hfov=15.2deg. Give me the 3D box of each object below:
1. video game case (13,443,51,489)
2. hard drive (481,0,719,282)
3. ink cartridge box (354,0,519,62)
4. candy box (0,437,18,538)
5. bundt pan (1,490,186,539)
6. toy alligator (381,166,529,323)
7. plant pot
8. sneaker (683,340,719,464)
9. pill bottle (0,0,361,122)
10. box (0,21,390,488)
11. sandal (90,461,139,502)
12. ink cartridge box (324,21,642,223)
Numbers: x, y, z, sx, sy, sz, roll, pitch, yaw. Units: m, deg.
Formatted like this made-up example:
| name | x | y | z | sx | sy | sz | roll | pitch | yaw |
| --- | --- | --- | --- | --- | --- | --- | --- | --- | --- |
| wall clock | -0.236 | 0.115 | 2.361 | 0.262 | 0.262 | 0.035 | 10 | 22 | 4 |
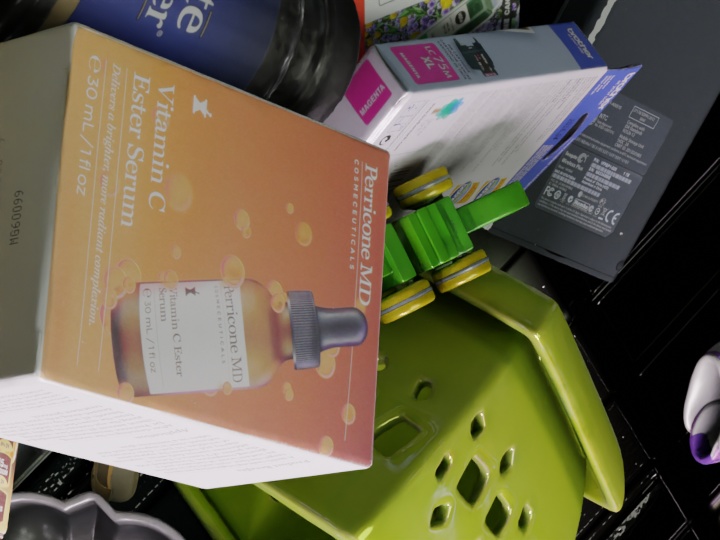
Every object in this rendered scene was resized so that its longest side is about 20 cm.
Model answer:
| name | x | y | z | sx | sy | sz | roll | pitch | yaw |
| --- | --- | --- | --- | --- | --- | --- | --- | --- | --- |
| video game case | -0.178 | 0.080 | 1.304 | 0.200 | 0.023 | 0.182 | -45 | 170 | -11 |
| hard drive | 0.149 | -0.100 | 1.559 | 0.140 | 0.033 | 0.200 | 21 | 101 | -48 |
| ink cartridge box | -0.007 | -0.133 | 1.374 | 0.200 | 0.050 | 0.109 | -24 | 132 | -32 |
| candy box | -0.198 | 0.008 | 1.169 | 0.115 | 0.055 | 0.200 | 26 | 64 | -48 |
| bundt pan | -0.146 | 0.203 | 1.314 | 0.202 | 0.202 | 0.076 | -56 | -179 | 0 |
| toy alligator | 0.000 | 0.000 | 1.355 | 0.200 | 0.054 | 0.059 | -27 | 91 | -33 |
| plant pot | 0.020 | 0.092 | 1.446 | 0.181 | 0.199 | 0.200 | -47 | 139 | -18 |
| sneaker | 0.268 | 0.115 | 1.795 | 0.114 | 0.073 | 0.201 | -32 | 124 | -19 |
| pill bottle | -0.097 | -0.124 | 1.214 | 0.200 | 0.112 | 0.112 | 18 | 103 | -45 |
| box | -0.093 | 0.000 | 1.165 | 0.200 | 0.106 | 0.152 | 18 | 69 | -45 |
| sandal | -0.077 | 0.027 | 1.335 | 0.080 | 0.054 | 0.200 | 42 | 70 | -85 |
| ink cartridge box | 0.048 | -0.075 | 1.409 | 0.200 | 0.042 | 0.119 | -9 | 148 | -47 |
